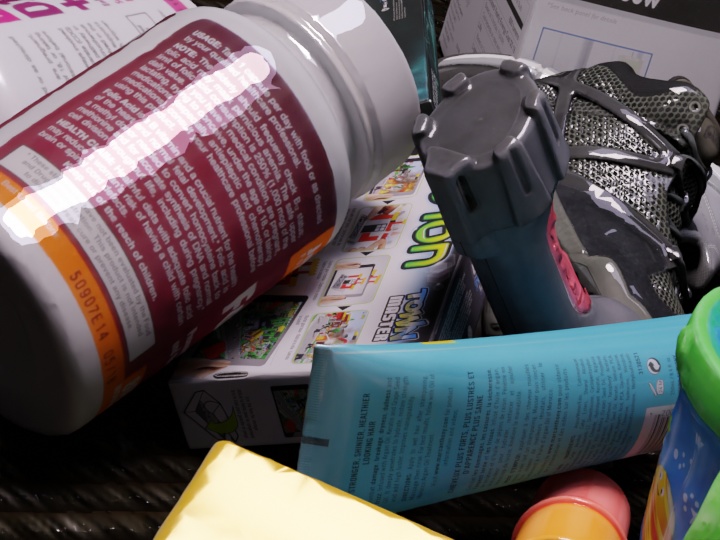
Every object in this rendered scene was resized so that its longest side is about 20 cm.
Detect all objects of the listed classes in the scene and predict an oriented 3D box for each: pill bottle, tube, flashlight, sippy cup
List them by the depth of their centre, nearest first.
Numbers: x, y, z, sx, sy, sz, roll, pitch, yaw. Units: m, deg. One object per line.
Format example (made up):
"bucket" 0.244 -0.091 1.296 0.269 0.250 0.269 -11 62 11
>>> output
"sippy cup" 0.165 0.094 0.871 0.177 0.131 0.140 6 30 -26
"tube" 0.061 0.053 0.884 0.199 0.078 0.050 -7 20 -35
"pill bottle" -0.076 -0.033 0.920 0.114 0.115 0.200 33 54 31
"flashlight" 0.078 -0.001 0.942 0.067 0.201 0.068 -22 44 3
"pill bottle" -0.154 -0.062 1.006 0.113 0.114 0.199 30 28 26

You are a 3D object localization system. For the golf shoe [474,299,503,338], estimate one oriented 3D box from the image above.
"golf shoe" 0.028 -0.007 1.087 0.087 0.078 0.200 -7 25 -9

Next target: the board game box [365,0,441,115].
"board game box" -0.026 -0.093 1.178 0.134 0.028 0.200 -15 24 8

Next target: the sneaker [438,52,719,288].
"sneaker" 0.102 -0.046 1.192 0.199 0.075 0.116 23 28 9

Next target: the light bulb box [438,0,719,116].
"light bulb box" 0.138 -0.172 1.321 0.124 0.201 0.199 11 26 -12

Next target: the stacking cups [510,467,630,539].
"stacking cups" 0.071 0.131 0.834 0.060 0.061 0.200 21 22 8

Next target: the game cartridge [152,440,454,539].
"game cartridge" -0.009 0.158 0.679 0.175 0.033 0.200 23 48 11

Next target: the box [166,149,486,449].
"box" 0.000 0.000 0.980 0.109 0.035 0.200 -4 32 19

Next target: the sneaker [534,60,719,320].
"sneaker" 0.138 -0.024 1.091 0.114 0.076 0.200 -24 53 -3
